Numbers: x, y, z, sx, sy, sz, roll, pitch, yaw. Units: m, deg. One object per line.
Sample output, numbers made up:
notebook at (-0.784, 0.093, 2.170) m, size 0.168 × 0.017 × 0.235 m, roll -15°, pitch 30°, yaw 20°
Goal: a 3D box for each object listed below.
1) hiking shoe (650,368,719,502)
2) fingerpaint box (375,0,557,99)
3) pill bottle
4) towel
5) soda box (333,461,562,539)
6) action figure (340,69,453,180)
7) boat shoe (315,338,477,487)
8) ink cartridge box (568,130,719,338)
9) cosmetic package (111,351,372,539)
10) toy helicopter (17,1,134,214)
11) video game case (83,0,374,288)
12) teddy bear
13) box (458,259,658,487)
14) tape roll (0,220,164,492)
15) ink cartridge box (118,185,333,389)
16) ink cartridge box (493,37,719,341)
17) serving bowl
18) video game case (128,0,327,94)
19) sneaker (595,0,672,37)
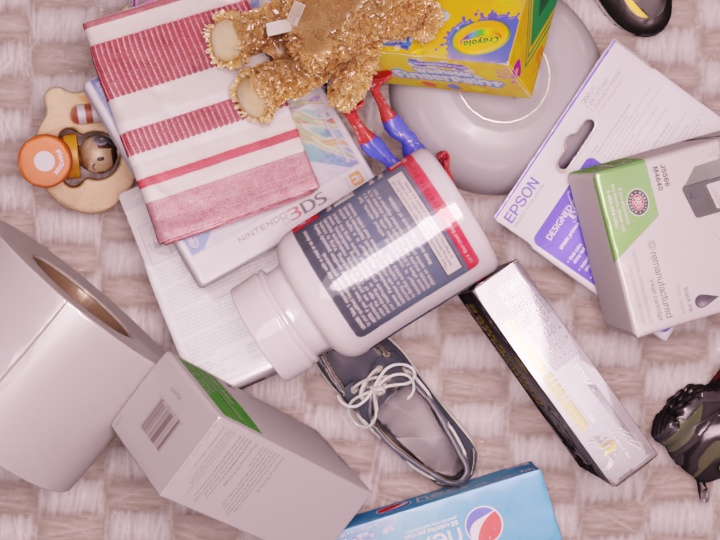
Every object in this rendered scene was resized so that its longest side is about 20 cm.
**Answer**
hiking shoe at (0.365, 0.120, 1.206) m, size 0.200 × 0.076 × 0.101 m, roll -35°, pitch 97°, yaw 8°
fingerpaint box at (0.068, -0.246, 1.161) m, size 0.200 × 0.073 × 0.167 m, roll 10°, pitch 77°, yaw 27°
pill bottle at (0.000, 0.000, 1.096) m, size 0.200 × 0.120 × 0.120 m, roll -32°, pitch 88°, yaw 1°
towel at (-0.135, -0.135, 1.126) m, size 0.144 × 0.023 × 0.200 m, roll -19°, pitch 85°, yaw -13°
soda box at (0.073, 0.234, 1.198) m, size 0.200 × 0.064 × 0.068 m, roll -17°, pitch 89°, yaw 0°
action figure at (0.052, -0.080, 1.186) m, size 0.065 × 0.052 × 0.200 m, roll -51°, pitch 125°, yaw -30°
boat shoe at (0.026, 0.117, 1.202) m, size 0.075 × 0.062 × 0.200 m, roll -40°, pitch 87°, yaw 4°
ink cartridge box at (0.299, -0.041, 1.152) m, size 0.200 × 0.084 × 0.146 m, roll -16°, pitch 95°, yaw -7°
cosmetic package at (-0.098, 0.160, 1.124) m, size 0.085 × 0.200 × 0.108 m, roll -53°, pitch 45°, yaw 4°
toy helicopter at (-0.216, -0.145, 1.203) m, size 0.132 × 0.079 × 0.200 m, roll 22°, pitch 93°, yaw -11°
video game case at (-0.109, -0.114, 1.149) m, size 0.182 × 0.022 × 0.200 m, roll -30°, pitch 88°, yaw -16°
teddy bear at (-0.031, -0.200, 1.104) m, size 0.200 × 0.067 × 0.145 m, roll -43°, pitch 79°, yaw 5°
box at (0.165, 0.086, 1.157) m, size 0.048 × 0.158 × 0.200 m, roll -36°, pitch 89°, yaw -1°
tape roll at (-0.280, 0.072, 1.136) m, size 0.203 × 0.203 × 0.139 m, roll 41°, pitch 89°, yaw 1°
ink cartridge box at (-0.104, -0.004, 1.185) m, size 0.160 × 0.047 × 0.200 m, roll -23°, pitch 80°, yaw -2°
ink cartridge box at (0.248, -0.072, 1.207) m, size 0.200 × 0.043 × 0.198 m, roll 35°, pitch 89°, yaw -9°
serving bowl at (0.126, -0.171, 1.211) m, size 0.200 × 0.066 × 0.200 m, roll 0°, pitch 87°, yaw -1°
video game case at (-0.117, -0.215, 1.196) m, size 0.181 × 0.036 × 0.200 m, roll 3°, pitch 89°, yaw -20°
sneaker at (0.236, -0.311, 1.203) m, size 0.070 × 0.090 × 0.200 m, roll -14°, pitch 88°, yaw -1°
